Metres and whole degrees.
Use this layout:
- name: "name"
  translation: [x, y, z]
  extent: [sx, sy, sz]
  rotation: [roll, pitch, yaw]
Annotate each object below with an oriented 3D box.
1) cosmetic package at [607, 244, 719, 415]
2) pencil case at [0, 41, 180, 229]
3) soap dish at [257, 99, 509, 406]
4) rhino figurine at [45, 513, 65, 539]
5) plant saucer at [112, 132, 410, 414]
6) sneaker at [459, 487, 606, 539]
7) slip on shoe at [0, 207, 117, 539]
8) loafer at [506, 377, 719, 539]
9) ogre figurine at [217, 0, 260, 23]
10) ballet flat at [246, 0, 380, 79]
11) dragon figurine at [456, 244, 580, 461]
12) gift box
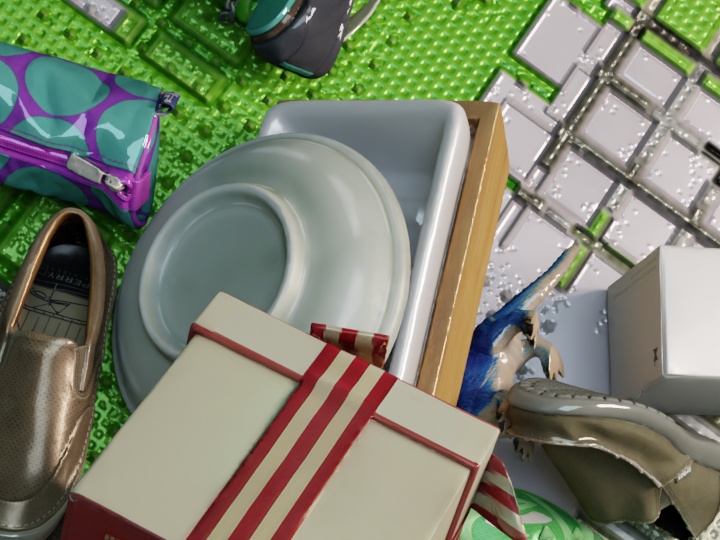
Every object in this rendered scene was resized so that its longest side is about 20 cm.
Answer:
- name: "cosmetic package"
  translation: [0.259, 0.042, 1.319]
  extent: [0.199, 0.108, 0.085]
  rotation: [4, 75, -12]
- name: "pencil case"
  translation: [-0.211, -0.089, 1.262]
  extent: [0.199, 0.093, 0.086]
  rotation: [14, 114, -7]
- name: "soap dish"
  translation: [0.000, 0.000, 1.256]
  extent: [0.156, 0.081, 0.201]
  rotation: [2, 69, 33]
- name: "rhino figurine"
  translation: [-0.219, 0.169, 1.210]
  extent: [0.199, 0.060, 0.088]
  rotation: [-10, 81, -16]
- name: "plant saucer"
  translation: [-0.068, 0.009, 1.213]
  extent: [0.199, 0.050, 0.201]
  rotation: [-13, 63, 28]
- name: "sneaker"
  translation: [0.137, 0.183, 1.269]
  extent: [0.199, 0.084, 0.074]
  rotation: [29, 72, -3]
- name: "slip on shoe"
  translation: [-0.179, 0.056, 1.218]
  extent: [0.076, 0.061, 0.201]
  rotation: [14, 57, 2]
- name: "loafer"
  translation: [0.154, 0.115, 1.260]
  extent: [0.199, 0.075, 0.070]
  rotation: [24, 83, -41]
- name: "ogre figurine"
  translation: [-0.125, -0.248, 1.304]
  extent: [0.098, 0.120, 0.201]
  rotation: [-19, 80, -16]
- name: "ballet flat"
  translation: [-0.007, -0.202, 1.352]
  extent: [0.073, 0.073, 0.201]
  rotation: [26, 66, -4]
- name: "dragon figurine"
  translation: [0.062, 0.057, 1.286]
  extent: [0.099, 0.059, 0.201]
  rotation: [6, 65, 31]
- name: "gift box"
  translation: [-0.034, 0.149, 1.087]
  extent: [0.199, 0.185, 0.187]
  rotation: [28, 42, 6]
